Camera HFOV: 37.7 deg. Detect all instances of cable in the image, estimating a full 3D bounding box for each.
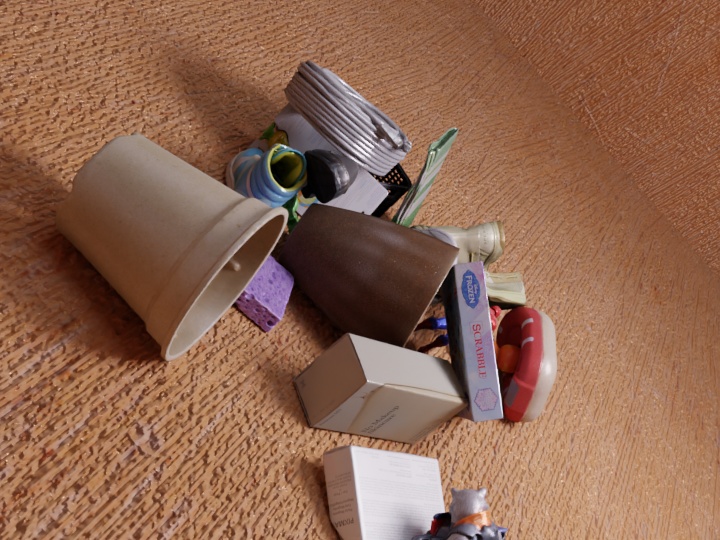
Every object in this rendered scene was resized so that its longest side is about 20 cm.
[{"bbox_3d":[-0.019,-0.219,1.516,0.200,0.069,0.200,39,11,-3],"label":"cable"}]

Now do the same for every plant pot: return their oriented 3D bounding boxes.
[{"bbox_3d":[0.000,0.000,1.393,0.200,0.187,0.187,32,26,3],"label":"plant pot"},{"bbox_3d":[-0.208,-0.040,1.107,0.183,0.201,0.200,38,25,4],"label":"plant pot"}]

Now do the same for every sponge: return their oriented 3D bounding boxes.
[{"bbox_3d":[-0.169,-0.020,1.298,0.200,0.030,0.112,40,27,-16],"label":"sponge"}]

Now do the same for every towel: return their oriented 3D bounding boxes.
[{"bbox_3d":[0.089,-0.124,1.661,0.023,0.201,0.153,29,24,7],"label":"towel"}]

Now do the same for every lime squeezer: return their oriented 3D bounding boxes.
[{"bbox_3d":[-0.085,-0.083,1.485,0.071,0.038,0.201,-33,95,-46],"label":"lime squeezer"}]

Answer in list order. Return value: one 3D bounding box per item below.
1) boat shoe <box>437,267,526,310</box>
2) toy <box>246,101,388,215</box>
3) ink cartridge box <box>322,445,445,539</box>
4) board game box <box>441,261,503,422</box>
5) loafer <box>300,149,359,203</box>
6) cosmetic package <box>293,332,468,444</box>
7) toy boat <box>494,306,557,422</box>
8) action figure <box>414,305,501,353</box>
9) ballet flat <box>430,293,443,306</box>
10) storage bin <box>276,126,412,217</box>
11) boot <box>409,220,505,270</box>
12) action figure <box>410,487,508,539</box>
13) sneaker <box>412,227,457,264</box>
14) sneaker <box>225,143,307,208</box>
[{"bbox_3d":[0.187,0.018,1.645,0.200,0.073,0.063,12,71,-42],"label":"boat shoe"},{"bbox_3d":[-0.070,-0.140,1.560,0.200,0.115,0.047,43,-6,-16],"label":"toy"},{"bbox_3d":[0.037,0.303,1.181,0.162,0.057,0.201,19,59,-46],"label":"ink cartridge box"},{"bbox_3d":[0.146,0.098,1.414,0.200,0.041,0.201,93,-9,-85],"label":"board game box"},{"bbox_3d":[-0.037,-0.134,1.412,0.200,0.072,0.073,-149,-138,-74],"label":"loafer"},{"bbox_3d":[0.028,0.148,1.292,0.200,0.103,0.073,17,40,-46],"label":"cosmetic package"},{"bbox_3d":[0.227,0.135,1.635,0.130,0.131,0.200,15,30,-1],"label":"toy boat"},{"bbox_3d":[0.130,0.096,1.586,0.199,0.099,0.065,-17,70,-38],"label":"action figure"},{"bbox_3d":[0.068,0.032,1.594,0.200,0.046,0.068,-7,81,-53],"label":"ballet flat"},{"bbox_3d":[-0.026,-0.182,1.676,0.135,0.094,0.200,1,51,-57],"label":"storage bin"},{"bbox_3d":[0.131,-0.021,1.688,0.155,0.200,0.073,-2,71,-14],"label":"boot"},{"bbox_3d":[0.141,0.334,1.172,0.200,0.104,0.194,-5,83,-51],"label":"action figure"},{"bbox_3d":[0.057,-0.026,1.545,0.082,0.200,0.075,-8,102,-43],"label":"sneaker"},{"bbox_3d":[-0.119,-0.132,1.415,0.079,0.131,0.200,35,27,-24],"label":"sneaker"}]
